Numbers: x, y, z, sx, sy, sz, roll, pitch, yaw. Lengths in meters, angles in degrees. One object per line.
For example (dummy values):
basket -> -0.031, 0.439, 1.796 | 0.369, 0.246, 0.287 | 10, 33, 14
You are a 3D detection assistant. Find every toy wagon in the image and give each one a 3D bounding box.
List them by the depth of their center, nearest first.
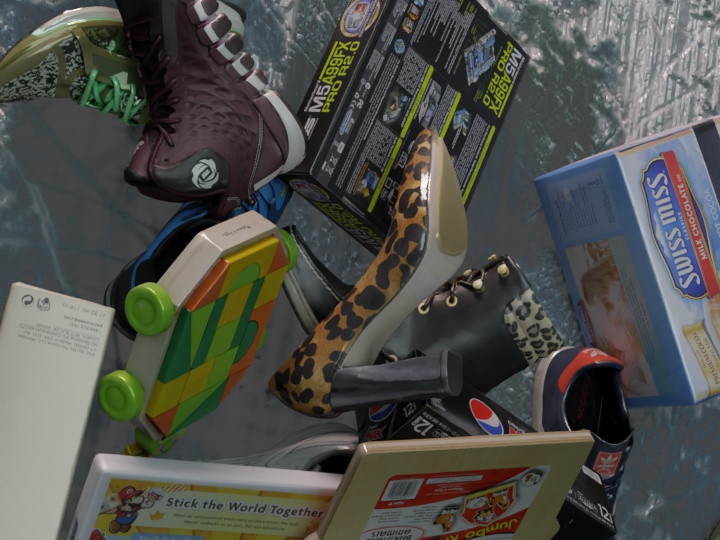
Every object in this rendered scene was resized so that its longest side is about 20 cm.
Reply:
toy wagon -> -0.111, 0.055, 1.134 | 0.039, 0.201, 0.155 | 32, 30, 20

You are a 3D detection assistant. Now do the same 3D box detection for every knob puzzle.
knob puzzle -> 0.046, 0.176, 1.157 | 0.218, 0.221, 0.031 | -3, 45, -25

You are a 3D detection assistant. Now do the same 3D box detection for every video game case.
video game case -> -0.109, 0.208, 1.129 | 0.199, 0.023, 0.183 | 9, 116, -29

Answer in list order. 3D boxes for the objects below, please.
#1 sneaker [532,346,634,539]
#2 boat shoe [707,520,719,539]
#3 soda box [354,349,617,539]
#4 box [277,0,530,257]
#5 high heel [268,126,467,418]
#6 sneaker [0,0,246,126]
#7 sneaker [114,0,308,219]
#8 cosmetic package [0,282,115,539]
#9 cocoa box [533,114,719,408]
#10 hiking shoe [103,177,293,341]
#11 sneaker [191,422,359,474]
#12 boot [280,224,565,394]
sneaker -> 0.174, 0.158, 1.295 | 0.074, 0.084, 0.202 | -1, 85, -24
boat shoe -> 0.289, 0.258, 1.340 | 0.072, 0.076, 0.201 | 42, 70, -15
soda box -> 0.089, 0.141, 1.204 | 0.199, 0.071, 0.064 | 35, 26, -28
box -> 0.035, -0.118, 1.256 | 0.160, 0.044, 0.201 | 37, 69, -41
high heel -> 0.000, 0.000, 1.162 | 0.071, 0.141, 0.202 | 38, 49, -55
sneaker -> -0.159, -0.131, 1.170 | 0.198, 0.077, 0.089 | -14, 70, -24
sneaker -> -0.131, -0.118, 1.117 | 0.116, 0.076, 0.200 | -45, 106, -19
cosmetic package -> -0.220, 0.119, 1.106 | 0.070, 0.105, 0.202 | 15, 76, -9
cocoa box -> 0.244, -0.006, 1.319 | 0.130, 0.133, 0.202 | -19, 91, -24
hiking shoe -> -0.096, -0.030, 1.193 | 0.074, 0.087, 0.201 | 40, 70, -15
sneaker -> -0.069, 0.157, 1.184 | 0.199, 0.087, 0.075 | -24, 96, -24
boot -> 0.040, 0.021, 1.224 | 0.153, 0.074, 0.204 | -33, 106, 6
